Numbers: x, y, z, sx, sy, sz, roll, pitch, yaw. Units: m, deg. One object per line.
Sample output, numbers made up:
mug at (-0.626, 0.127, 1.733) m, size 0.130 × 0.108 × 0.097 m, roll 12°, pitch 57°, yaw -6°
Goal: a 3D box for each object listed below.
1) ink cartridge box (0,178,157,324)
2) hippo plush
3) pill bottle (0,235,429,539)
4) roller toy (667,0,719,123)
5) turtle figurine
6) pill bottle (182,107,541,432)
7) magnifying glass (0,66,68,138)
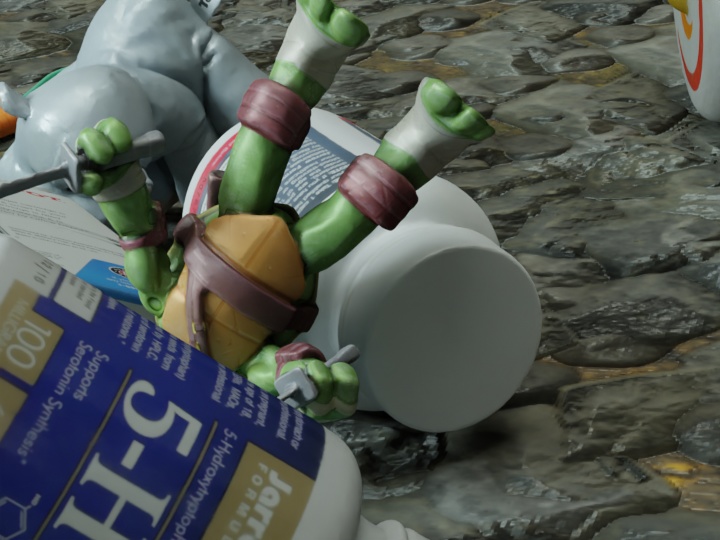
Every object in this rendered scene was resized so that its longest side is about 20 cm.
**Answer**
ink cartridge box at (-0.182, 0.012, 0.951) m, size 0.145 × 0.085 × 0.200 m, roll 13°, pitch 10°, yaw -31°
hippo plush at (-0.123, -0.078, 1.123) m, size 0.159 × 0.200 × 0.161 m, roll 28°, pitch 35°, yaw -3°
pill bottle at (-0.068, 0.088, 0.657) m, size 0.199 × 0.120 × 0.120 m, roll 31°, pitch 20°, yaw -10°
roller toy at (0.267, -0.190, 1.273) m, size 0.139 × 0.184 × 0.200 m, roll -5°, pitch 22°, yaw 3°
turtle figurine at (-0.046, -0.014, 0.789) m, size 0.144 × 0.194 × 0.200 m, roll 38°, pitch 2°, yaw 38°
pill bottle at (0.000, 0.000, 0.955) m, size 0.119 × 0.120 × 0.200 m, roll -14°, pitch 24°, yaw -21°
magnifying glass at (-0.231, -0.122, 1.436) m, size 0.079 × 0.023 × 0.200 m, roll 12°, pitch 28°, yaw 36°
